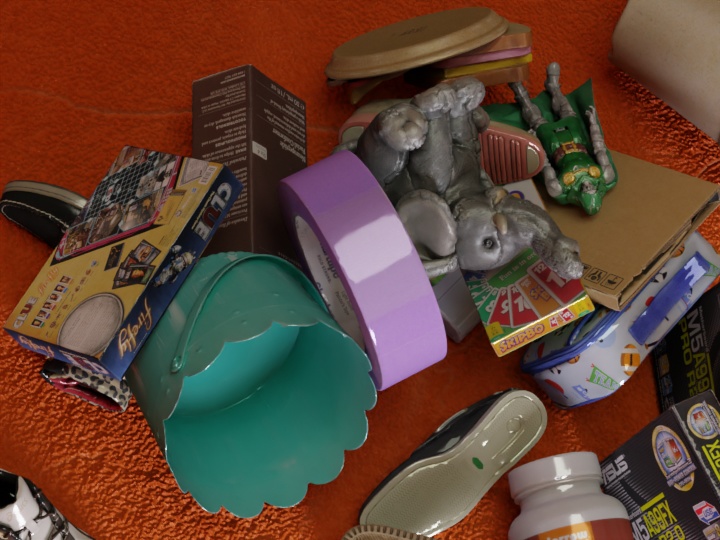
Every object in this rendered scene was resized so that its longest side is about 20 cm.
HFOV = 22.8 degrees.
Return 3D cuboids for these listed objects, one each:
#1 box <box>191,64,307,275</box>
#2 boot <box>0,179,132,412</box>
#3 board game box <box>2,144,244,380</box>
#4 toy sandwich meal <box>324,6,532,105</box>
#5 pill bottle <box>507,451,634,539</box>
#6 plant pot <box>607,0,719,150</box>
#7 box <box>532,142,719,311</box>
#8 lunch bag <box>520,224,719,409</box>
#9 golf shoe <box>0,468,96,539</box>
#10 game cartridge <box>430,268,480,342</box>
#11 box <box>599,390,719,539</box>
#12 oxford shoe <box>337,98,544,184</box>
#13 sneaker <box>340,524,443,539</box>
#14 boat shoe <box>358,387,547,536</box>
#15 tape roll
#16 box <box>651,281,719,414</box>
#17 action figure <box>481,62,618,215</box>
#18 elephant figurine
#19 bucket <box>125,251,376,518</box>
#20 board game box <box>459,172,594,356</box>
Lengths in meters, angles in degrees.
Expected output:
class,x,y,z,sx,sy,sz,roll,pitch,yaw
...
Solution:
class,x,y,z,sx,sy,sz,roll,pitch,yaw
box,-0.102,-0.077,1.647,0.074,0.100,0.202,-12,68,28
boot,-0.259,0.021,1.599,0.202,0.074,0.155,27,69,0
board game box,-0.202,-0.011,1.521,0.135,0.035,0.201,14,64,42
toy sandwich meal,0.065,-0.199,1.721,0.204,0.205,0.071,-22,107,-19
pill bottle,0.194,0.269,1.582,0.111,0.112,0.202,-8,71,-16
plant pot,0.357,-0.227,1.785,0.183,0.201,0.201,32,65,13
box,0.210,-0.050,1.657,0.199,0.021,0.163,23,57,42
lunch bag,0.248,0.036,1.656,0.076,0.160,0.200,45,65,-4
golf shoe,-0.279,0.226,1.502,0.199,0.095,0.078,32,64,-1
game cartridge,0.066,-0.043,1.718,0.200,0.041,0.133,44,63,6
box,0.290,0.212,1.570,0.044,0.200,0.161,-21,75,-21
oxford shoe,0.082,-0.132,1.677,0.198,0.071,0.074,11,42,16
sneaker,0.069,0.280,1.549,0.198,0.109,0.071,18,62,-2
boat shoe,0.080,0.179,1.624,0.200,0.068,0.072,-38,106,-10
tape roll,0.000,0.000,1.537,0.065,0.200,0.201,-25,76,-10
box,0.333,0.125,1.642,0.044,0.160,0.202,2,69,-18
action figure,0.193,-0.120,1.690,0.117,0.055,0.201,-18,43,-1
elephant figurine,0.083,-0.054,1.564,0.141,0.155,0.201,-24,87,-10
bucket,-0.099,0.092,1.525,0.206,0.208,0.135,-20,41,-19
board game box,0.136,-0.016,1.620,0.095,0.030,0.201,-27,41,7
